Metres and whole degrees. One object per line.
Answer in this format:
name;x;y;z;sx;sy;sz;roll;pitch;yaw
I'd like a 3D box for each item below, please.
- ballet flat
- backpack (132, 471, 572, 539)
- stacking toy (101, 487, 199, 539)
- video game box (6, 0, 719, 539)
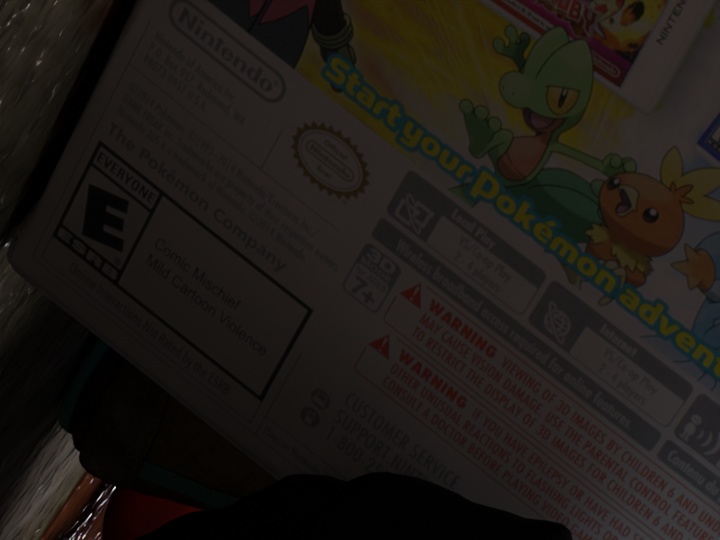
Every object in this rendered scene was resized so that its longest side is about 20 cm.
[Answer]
ballet flat;0.000;0.000;0.778;0.200;0.072;0.068;-49;169;-46
backpack;-0.036;0.124;0.500;0.190;0.154;0.200;-33;175;32
stacking toy;-0.083;0.136;0.846;0.200;0.085;0.085;-57;175;-30
video game box;0.052;-0.014;0.523;0.047;0.200;0.182;-39;163;-52
